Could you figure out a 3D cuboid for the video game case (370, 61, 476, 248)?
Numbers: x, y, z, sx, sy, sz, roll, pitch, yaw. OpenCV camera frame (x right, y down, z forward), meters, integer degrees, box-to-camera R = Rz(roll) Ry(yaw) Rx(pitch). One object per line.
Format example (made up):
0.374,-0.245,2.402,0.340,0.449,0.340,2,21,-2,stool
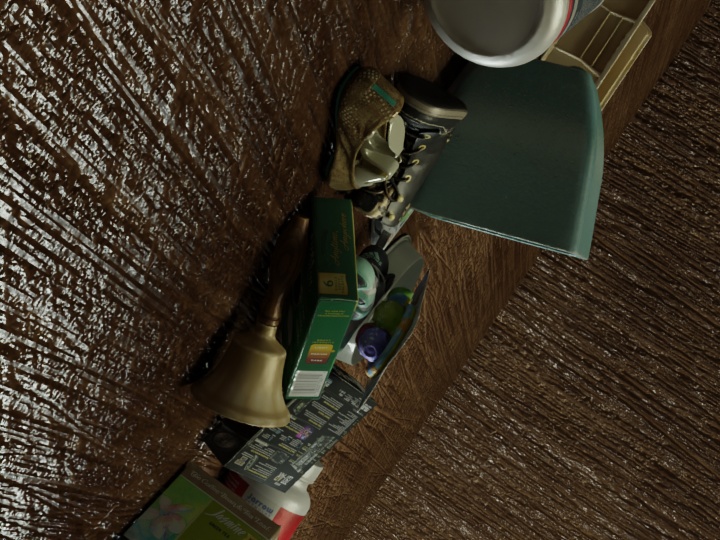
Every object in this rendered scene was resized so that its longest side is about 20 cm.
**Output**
0.078,-0.134,1.828,0.200,0.023,0.182,-53,169,-16,video game case

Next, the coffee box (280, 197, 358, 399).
-0.044,0.032,1.556,0.200,0.044,0.124,110,-19,-54,coffee box

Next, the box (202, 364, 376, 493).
-0.077,0.175,1.793,0.160,0.044,0.200,-44,156,2,box

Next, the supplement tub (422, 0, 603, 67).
0.155,-0.280,1.419,0.200,0.140,0.141,-42,162,-51,supplement tub

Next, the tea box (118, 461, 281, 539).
-0.209,0.359,1.717,0.197,0.133,0.200,-48,166,-40,tea box

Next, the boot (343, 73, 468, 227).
0.043,-0.121,1.586,0.151,0.073,0.200,-58,177,10,boot

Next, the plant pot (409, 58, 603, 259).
0.184,-0.135,1.742,0.196,0.195,0.201,6,100,-78,plant pot

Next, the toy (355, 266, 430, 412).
0.026,0.067,1.763,0.115,0.047,0.200,-58,-179,23,toy

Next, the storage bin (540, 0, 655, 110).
0.345,-0.323,2.255,0.199,0.093,0.200,-56,169,1,storage bin

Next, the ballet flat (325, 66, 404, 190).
0.007,-0.117,1.452,0.071,0.065,0.200,-52,169,-19,ballet flat

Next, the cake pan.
0.023,0.045,2.072,0.201,0.037,0.200,-53,168,-16,cake pan

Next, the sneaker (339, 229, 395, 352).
0.000,0.000,1.765,0.140,0.078,0.200,-52,178,-28,sneaker

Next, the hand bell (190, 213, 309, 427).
-0.088,0.040,1.510,0.104,0.104,0.201,-19,129,-72,hand bell

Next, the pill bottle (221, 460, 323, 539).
-0.135,0.306,1.946,0.201,0.112,0.112,-57,169,2,pill bottle
